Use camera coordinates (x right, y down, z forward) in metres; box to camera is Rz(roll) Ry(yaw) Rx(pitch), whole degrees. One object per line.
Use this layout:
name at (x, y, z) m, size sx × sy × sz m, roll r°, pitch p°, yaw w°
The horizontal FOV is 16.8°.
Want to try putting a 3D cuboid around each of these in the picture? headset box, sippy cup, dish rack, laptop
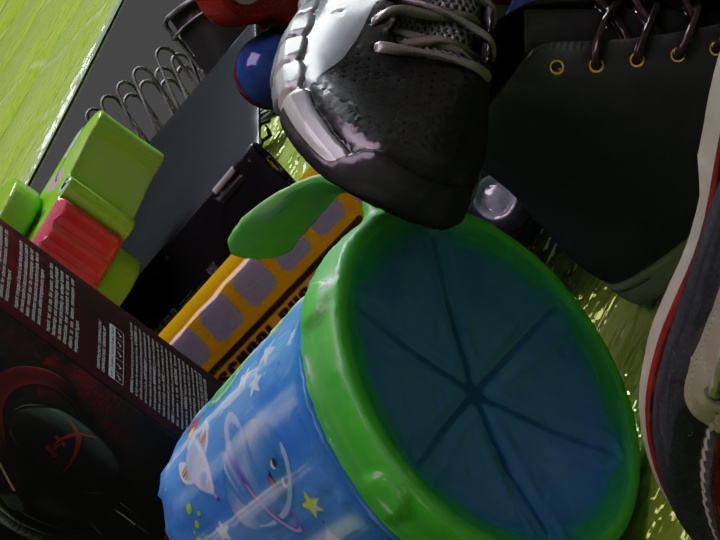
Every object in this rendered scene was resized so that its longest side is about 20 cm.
headset box at (-0.163, 0.058, 0.900) m, size 0.149 × 0.200 × 0.075 m, roll -45°, pitch 22°, yaw 15°
sippy cup at (0.004, 0.066, 0.834) m, size 0.130 × 0.139 × 0.178 m, roll -36°, pitch 29°, yaw 38°
dish rack at (-0.071, -0.097, 1.266) m, size 0.153 × 0.055 × 0.200 m, roll -24°, pitch -6°, yaw -42°
laptop at (-0.063, 0.024, 1.092) m, size 0.187 × 0.200 × 0.116 m, roll -48°, pitch -13°, yaw 22°

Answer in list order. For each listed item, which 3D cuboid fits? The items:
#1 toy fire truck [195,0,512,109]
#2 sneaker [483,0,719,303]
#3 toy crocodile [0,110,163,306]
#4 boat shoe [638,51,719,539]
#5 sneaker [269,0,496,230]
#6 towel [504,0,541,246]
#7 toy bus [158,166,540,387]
toy fire truck at (-0.011, -0.155, 1.065) m, size 0.168 × 0.200 × 0.112 m, roll -37°, pitch 19°, yaw -29°
sneaker at (0.120, -0.080, 0.839) m, size 0.200 × 0.106 × 0.075 m, roll -46°, pitch 23°, yaw 25°
toy crocodile at (-0.145, 0.021, 1.012) m, size 0.200 × 0.067 × 0.062 m, roll -57°, pitch 18°, yaw -21°
boat shoe at (0.124, 0.013, 0.663) m, size 0.063 × 0.071 × 0.201 m, roll -126°, pitch 31°, yaw -47°
sneaker at (0.024, -0.107, 0.826) m, size 0.116 × 0.075 × 0.200 m, roll -59°, pitch 20°, yaw 27°
towel at (0.083, -0.085, 1.011) m, size 0.200 × 0.048 × 0.112 m, roll -49°, pitch 23°, yaw 18°
toy bus at (0.000, 0.000, 0.963) m, size 0.200 × 0.078 × 0.065 m, roll -47°, pitch -11°, yaw 17°
